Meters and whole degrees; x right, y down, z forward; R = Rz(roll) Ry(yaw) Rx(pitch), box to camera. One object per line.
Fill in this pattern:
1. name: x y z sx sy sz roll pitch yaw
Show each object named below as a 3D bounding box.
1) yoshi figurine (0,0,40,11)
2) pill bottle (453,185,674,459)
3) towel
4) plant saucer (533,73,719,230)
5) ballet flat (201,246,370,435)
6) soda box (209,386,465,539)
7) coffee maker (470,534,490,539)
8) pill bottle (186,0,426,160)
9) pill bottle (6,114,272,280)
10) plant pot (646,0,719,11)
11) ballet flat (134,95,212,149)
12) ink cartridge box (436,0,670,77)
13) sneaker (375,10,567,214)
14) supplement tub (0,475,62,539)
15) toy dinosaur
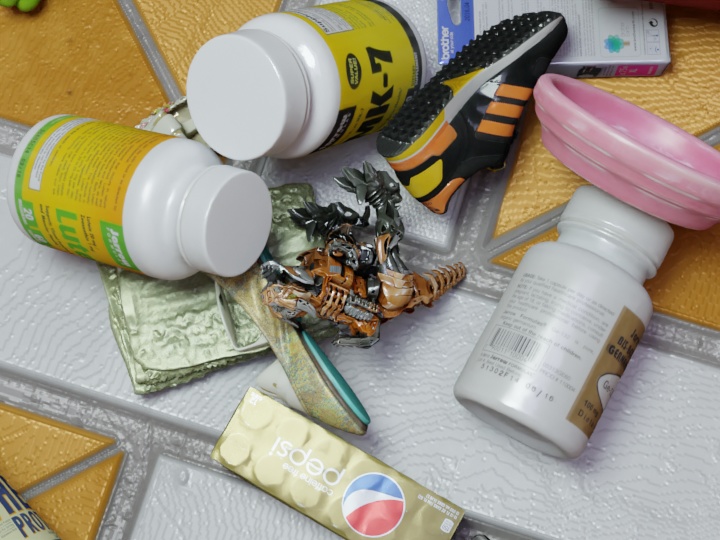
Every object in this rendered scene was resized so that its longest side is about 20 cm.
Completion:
1. yoshi figurine: -0.295 -0.335 1.163 0.112 0.112 0.201 -5 80 -5
2. pill bottle: 0.168 0.039 1.047 0.114 0.114 0.200 28 80 9
3. towel: -0.118 0.011 1.108 0.199 0.036 0.149 -17 76 -1
4. plant saucer: 0.223 -0.091 1.048 0.200 0.201 0.051 29 109 9
5. ballet flat: -0.065 0.059 1.042 0.071 0.071 0.200 -31 73 -4
6. soda box: -0.018 0.173 1.051 0.200 0.064 0.068 29 80 9
7. coffee maker: 0.093 0.293 0.947 0.135 0.200 0.192 36 81 11
8. pill bottle: -0.041 -0.153 1.049 0.114 0.200 0.115 11 111 31
9. pill bottle: -0.172 -0.055 1.033 0.200 0.111 0.111 14 77 32
10. plant pot: 0.283 -0.294 1.057 0.195 0.201 0.201 0 77 -9
11. ballet flat: -0.143 -0.131 1.128 0.200 0.064 0.076 -39 77 -6
12. ink cartridge box: 0.165 -0.229 1.148 0.199 0.042 0.120 -1 77 -1
13. sneaker: 0.105 -0.132 1.090 0.200 0.070 0.090 -43 118 -15
14. supplement tub: -0.332 0.212 1.015 0.200 0.145 0.145 43 82 11
15. toy dinosaur: 0.000 0.000 1.051 0.102 0.200 0.136 -23 70 26
